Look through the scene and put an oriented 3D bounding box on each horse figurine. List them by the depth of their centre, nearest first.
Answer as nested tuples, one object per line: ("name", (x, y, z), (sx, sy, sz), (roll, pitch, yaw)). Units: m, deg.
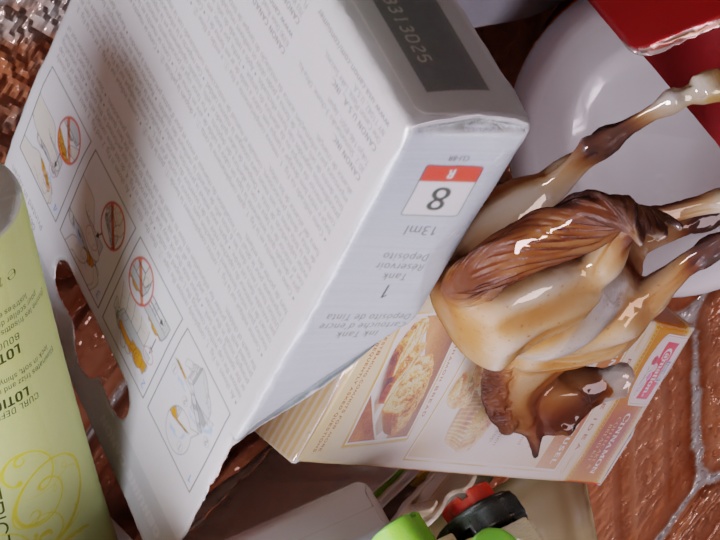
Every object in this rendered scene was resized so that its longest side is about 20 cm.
("horse figurine", (0.070, -0.001, 0.835), (0.132, 0.050, 0.200), (-30, 165, 13))

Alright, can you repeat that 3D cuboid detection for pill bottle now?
("pill bottle", (0.115, -0.060, 1.041), (0.113, 0.113, 0.200), (-60, 179, 11))

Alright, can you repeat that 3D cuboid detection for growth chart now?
("growth chart", (-0.013, 0.089, 1.074), (0.200, 0.144, 0.018), (-38, 114, -26))

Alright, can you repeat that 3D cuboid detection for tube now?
("tube", (-0.109, 0.057, 0.840), (0.052, 0.058, 0.201), (-77, 166, -48))

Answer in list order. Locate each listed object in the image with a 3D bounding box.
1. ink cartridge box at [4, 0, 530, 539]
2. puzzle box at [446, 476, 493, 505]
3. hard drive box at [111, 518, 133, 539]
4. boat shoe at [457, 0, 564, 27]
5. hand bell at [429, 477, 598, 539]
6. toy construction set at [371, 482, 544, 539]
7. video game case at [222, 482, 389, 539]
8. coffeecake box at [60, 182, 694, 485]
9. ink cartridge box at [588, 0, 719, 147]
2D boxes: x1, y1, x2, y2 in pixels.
("ink cartridge box", (-0.038, -0.031, 0.837), (0.050, 0.163, 0.200), (-6, 141, -32))
("puzzle box", (0.059, 0.063, 1.181), (0.200, 0.025, 0.133), (-52, 176, -2))
("hard drive box", (-0.162, 0.117, 0.945), (0.156, 0.077, 0.200), (-49, 148, -8))
("boat shoe", (0.017, -0.114, 0.940), (0.199, 0.057, 0.069), (-25, 147, -30))
("hand bell", (-0.004, 0.128, 1.078), (0.199, 0.104, 0.104), (-11, 143, 4))
("toy construction set", (-0.002, 0.133, 0.850), (0.131, 0.092, 0.200), (-22, 175, -36))
("video game case", (-0.107, 0.143, 0.873), (0.200, 0.022, 0.182), (-21, 164, -43))
("coffeecake box", (0.000, 0.000, 0.969), (0.200, 0.153, 0.073), (10, 114, -56))
("ink cartridge box", (0.142, -0.112, 0.903), (0.199, 0.116, 0.067), (-20, 141, -19))
